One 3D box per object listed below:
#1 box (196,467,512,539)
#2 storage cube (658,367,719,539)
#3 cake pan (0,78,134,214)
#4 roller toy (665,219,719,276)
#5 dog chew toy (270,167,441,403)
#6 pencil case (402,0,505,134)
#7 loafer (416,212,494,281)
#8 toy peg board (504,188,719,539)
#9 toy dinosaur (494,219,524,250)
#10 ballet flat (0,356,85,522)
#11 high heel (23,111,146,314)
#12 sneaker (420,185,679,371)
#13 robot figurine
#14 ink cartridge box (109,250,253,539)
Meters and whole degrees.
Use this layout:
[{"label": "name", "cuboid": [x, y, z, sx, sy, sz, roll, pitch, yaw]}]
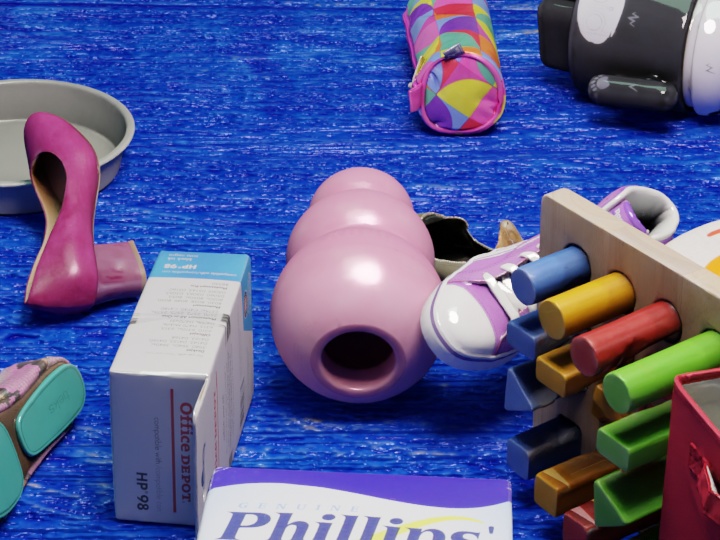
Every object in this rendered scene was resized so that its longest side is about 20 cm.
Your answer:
[{"label": "box", "cuboid": [-0.008, 0.209, 1.296, 0.183, 0.105, 0.200, 3, 28, 2]}, {"label": "storage cube", "cuboid": [0.283, 0.164, 1.305, 0.199, 0.181, 0.171, -7, 30, -15]}, {"label": "cake pan", "cuboid": [-0.286, -0.102, 1.912, 0.199, 0.037, 0.201, 0, 29, 0]}, {"label": "roller toy", "cuboid": [0.268, 0.063, 1.526, 0.199, 0.140, 0.183, 4, 36, 22]}, {"label": "dog chew toy", "cuboid": [0.000, 0.000, 1.632, 0.124, 0.125, 0.200, 1, 38, 1]}, {"label": "pencil case", "cuboid": [0.080, -0.193, 2.039, 0.088, 0.089, 0.200, 0, 28, -1]}, {"label": "loafer", "cuboid": [0.054, -0.019, 1.737, 0.075, 0.070, 0.200, -23, 37, -36]}, {"label": "toy peg board", "cuboid": [0.148, 0.085, 1.421, 0.097, 0.201, 0.199, -20, 35, -31]}, {"label": "toy dinosaur", "cuboid": [0.181, 0.024, 1.684, 0.199, 0.061, 0.106, 26, 29, -4]}, {"label": "ballet flat", "cuboid": [-0.246, 0.116, 1.509, 0.071, 0.069, 0.200, -9, 21, 20]}, {"label": "high heel", "cuboid": [-0.241, -0.049, 1.751, 0.096, 0.068, 0.200, -7, 45, -32]}, {"label": "sneaker", "cuboid": [0.133, -0.006, 1.554, 0.200, 0.114, 0.073, -27, 79, -36]}, {"label": "robot figurine", "cuboid": [0.257, -0.203, 2.020, 0.199, 0.151, 0.125, 12, -5, 21]}, {"label": "ink cartridge box", "cuboid": [-0.118, 0.084, 1.504, 0.066, 0.116, 0.200, 4, 29, 6]}]
